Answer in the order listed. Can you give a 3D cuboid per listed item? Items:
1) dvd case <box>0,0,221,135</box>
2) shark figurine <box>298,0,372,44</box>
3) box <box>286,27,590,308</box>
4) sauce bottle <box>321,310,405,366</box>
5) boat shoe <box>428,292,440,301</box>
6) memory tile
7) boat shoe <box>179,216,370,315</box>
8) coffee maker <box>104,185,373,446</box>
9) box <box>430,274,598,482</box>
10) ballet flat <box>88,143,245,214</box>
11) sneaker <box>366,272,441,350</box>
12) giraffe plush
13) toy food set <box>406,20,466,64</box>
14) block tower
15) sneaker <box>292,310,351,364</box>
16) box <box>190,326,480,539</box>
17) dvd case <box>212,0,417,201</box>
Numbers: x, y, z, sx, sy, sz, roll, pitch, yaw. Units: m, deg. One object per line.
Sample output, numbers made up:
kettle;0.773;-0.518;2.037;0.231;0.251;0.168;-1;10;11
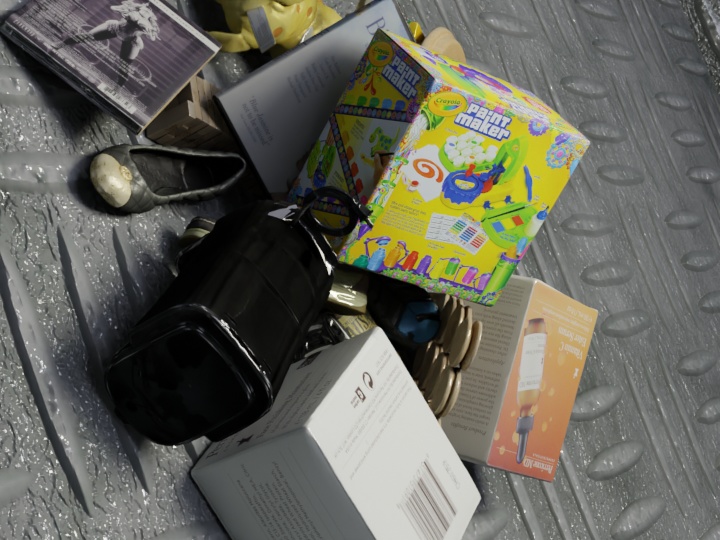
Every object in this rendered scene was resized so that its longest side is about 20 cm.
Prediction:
dvd case;-0.221;-0.210;1.405;0.149;0.016;0.200;37;33;-5
shark figurine;-0.012;-0.211;1.584;0.215;0.089;0.128;-55;157;-15
box;0.073;-0.093;1.473;0.200;0.193;0.122;17;21;-36
sauce bottle;-0.030;0.043;1.541;0.200;0.066;0.066;53;30;-22
boat shoe;0.109;0.088;1.756;0.200;0.074;0.067;32;58;-47
memory tile;0.076;0.102;1.547;0.017;0.154;0.200;19;8;-8
boat shoe;-0.076;-0.015;1.453;0.201;0.072;0.066;23;71;-29
coffee maker;-0.103;0.029;1.285;0.135;0.192;0.200;32;31;-4
box;0.155;0.112;1.674;0.152;0.106;0.200;22;82;-53
ballet flat;-0.176;-0.091;1.398;0.200;0.057;0.067;-15;80;-62
sneaker;0.000;0.000;1.586;0.073;0.082;0.200;-31;86;-20
giraffe plush;-0.074;-0.277;1.640;0.162;0.172;0.200;39;43;-56
toy food set;0.067;-0.160;1.627;0.200;0.049;0.198;50;53;-67
block tower;-0.126;-0.128;1.522;0.200;0.054;0.058;26;46;-52
sneaker;-0.010;0.130;1.512;0.200;0.074;0.079;66;17;-12
box;-0.015;0.191;1.374;0.200;0.131;0.199;59;28;-11
dvd case;-0.025;-0.156;1.488;0.143;0.200;0.018;62;-9;-27
